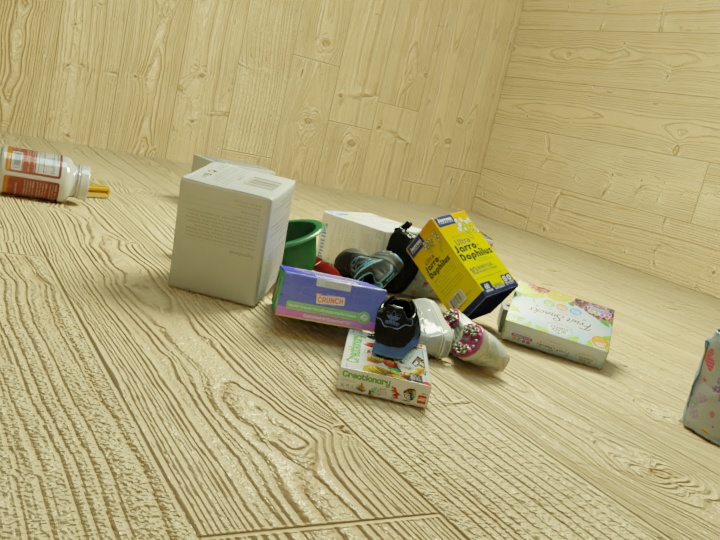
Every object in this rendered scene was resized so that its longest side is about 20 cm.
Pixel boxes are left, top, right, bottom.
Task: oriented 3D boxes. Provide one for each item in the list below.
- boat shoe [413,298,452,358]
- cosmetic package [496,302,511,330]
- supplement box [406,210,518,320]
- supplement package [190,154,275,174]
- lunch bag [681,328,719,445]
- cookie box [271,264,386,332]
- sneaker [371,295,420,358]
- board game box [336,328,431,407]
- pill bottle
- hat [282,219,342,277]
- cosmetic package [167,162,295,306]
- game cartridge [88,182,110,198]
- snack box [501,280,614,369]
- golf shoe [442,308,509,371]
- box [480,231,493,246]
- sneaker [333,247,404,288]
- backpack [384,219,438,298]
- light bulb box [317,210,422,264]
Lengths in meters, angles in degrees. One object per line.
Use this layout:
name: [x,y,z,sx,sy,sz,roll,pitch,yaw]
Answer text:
boat shoe: [0.100,0.092,1.325,0.071,0.070,0.201,14,13,-15]
cosmetic package: [0.390,0.117,1.590,0.199,0.051,0.083,14,12,5]
supplement box: [0.207,-0.007,1.559,0.109,0.110,0.200,-16,64,-40]
supplement package: [-0.385,-0.245,2.239,0.200,0.152,0.151,5,13,-37]
lunch bag: [0.616,0.192,1.161,0.199,0.170,0.127,17,13,25]
cookie box: [-0.060,0.045,1.289,0.171,0.075,0.200,11,1,-8]
sneaker: [0.062,0.075,1.162,0.070,0.078,0.200,13,10,6]
board game box: [0.035,0.138,1.108,0.126,0.035,0.200,12,11,0]
pill bottle: [-0.755,-0.225,1.812,0.199,0.113,0.112,8,12,-26]
hat: [-0.131,0.002,1.554,0.199,0.177,0.166,-4,23,16]
cosmetic package: [-0.228,-0.069,1.363,0.166,0.201,0.167,13,18,5]
game cartridge: [-0.797,-0.232,2.012,0.200,0.033,0.176,21,13,31]
snack box: [0.391,0.105,1.500,0.199,0.053,0.142,17,39,12]
golf shoe: [0.188,0.125,1.309,0.091,0.075,0.200,32,4,-16]
box: [0.413,-0.127,2.879,0.136,0.040,0.200,11,11,-7]
sneaker: [0.000,0.000,1.654,0.200,0.082,0.073,-3,-46,50]
backpack: [0.143,-0.009,1.723,0.200,0.167,0.127,7,31,-44]
light bulb box: [0.030,-0.064,1.886,0.200,0.125,0.198,20,14,36]
